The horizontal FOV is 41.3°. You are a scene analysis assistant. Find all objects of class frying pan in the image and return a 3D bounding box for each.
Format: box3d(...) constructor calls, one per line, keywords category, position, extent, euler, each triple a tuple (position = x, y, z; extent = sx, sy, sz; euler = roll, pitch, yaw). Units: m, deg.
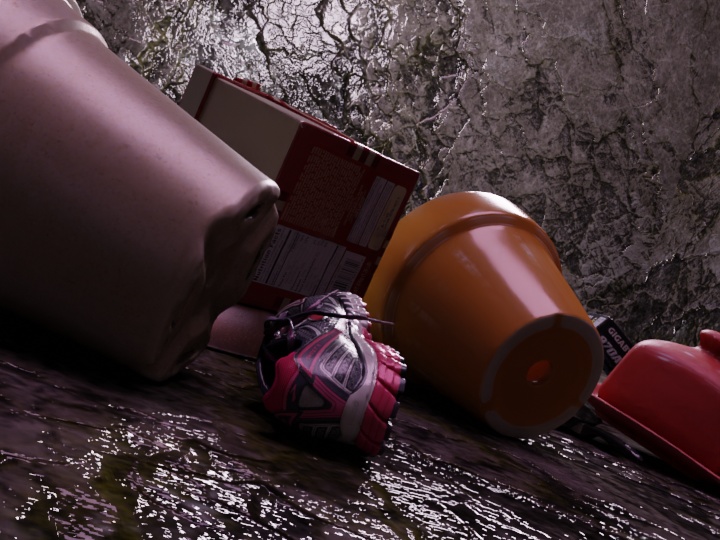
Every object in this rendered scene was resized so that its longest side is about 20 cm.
box3d(category="frying pan", position=(0.243, 0.164, 1.054), extent=(0.190, 0.031, 0.115), euler=(35, 12, 35))

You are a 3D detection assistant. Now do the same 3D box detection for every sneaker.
box3d(category="sneaker", position=(-0.032, 0.051, 0.605), extent=(0.074, 0.081, 0.200), euler=(17, 3, -16))

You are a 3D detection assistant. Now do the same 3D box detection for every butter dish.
box3d(category="butter dish", position=(0.365, 0.135, 1.064), extent=(0.199, 0.148, 0.200), euler=(34, 7, 27))

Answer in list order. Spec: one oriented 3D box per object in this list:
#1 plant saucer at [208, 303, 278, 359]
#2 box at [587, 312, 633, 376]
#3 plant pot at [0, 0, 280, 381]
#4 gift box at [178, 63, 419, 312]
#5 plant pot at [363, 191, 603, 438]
box3d(category="plant saucer", position=(-0.143, 0.028, 0.819), extent=(0.199, 0.037, 0.200), euler=(20, 2, -1))
box3d(category="box", position=(0.406, 0.156, 1.435), extent=(0.200, 0.046, 0.159), euler=(51, 3, 3))
box3d(category="plant pot", position=(-0.154, -0.039, 0.558), extent=(0.183, 0.201, 0.200), euler=(31, 3, 7))
box3d(category="gift box", position=(-0.079, -0.059, 0.874), extent=(0.186, 0.185, 0.200), euler=(33, 6, 40))
box3d(category="plant pot", position=(0.124, 0.053, 0.890), extent=(0.199, 0.201, 0.183), euler=(19, 18, -30))
